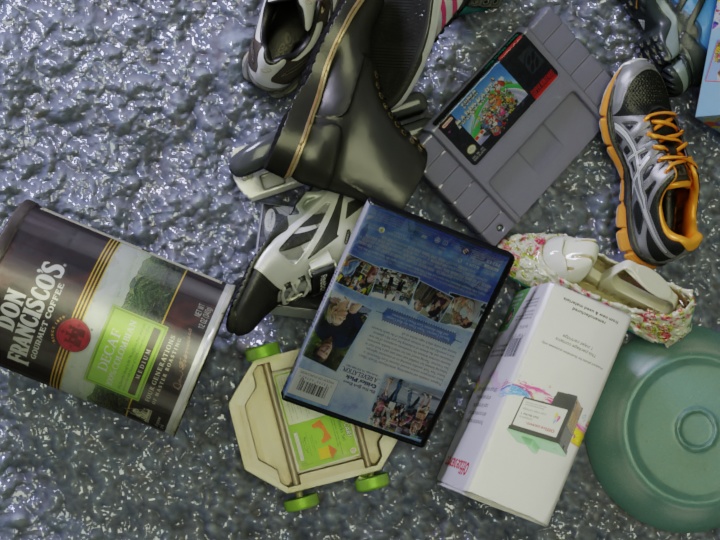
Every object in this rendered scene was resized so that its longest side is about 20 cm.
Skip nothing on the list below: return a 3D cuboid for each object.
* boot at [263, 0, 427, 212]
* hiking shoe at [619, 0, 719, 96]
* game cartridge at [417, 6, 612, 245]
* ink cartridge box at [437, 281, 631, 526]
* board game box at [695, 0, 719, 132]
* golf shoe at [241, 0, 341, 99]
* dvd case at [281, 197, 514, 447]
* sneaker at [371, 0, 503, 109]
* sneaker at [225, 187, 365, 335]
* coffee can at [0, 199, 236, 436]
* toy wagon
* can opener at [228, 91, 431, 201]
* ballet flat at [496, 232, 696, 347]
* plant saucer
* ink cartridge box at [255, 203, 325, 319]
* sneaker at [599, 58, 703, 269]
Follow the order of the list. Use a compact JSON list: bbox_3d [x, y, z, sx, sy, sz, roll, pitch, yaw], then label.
[{"bbox_3d":[0.014,-0.150,1.268,0.138,0.077,0.200,25,81,-8],"label":"boot"},{"bbox_3d":[0.300,-0.271,1.377,0.087,0.074,0.200,-18,98,-14],"label":"hiking shoe"},{"bbox_3d":[0.147,-0.137,1.348,0.200,0.038,0.130,-48,112,-7],"label":"game cartridge"},{"bbox_3d":[0.153,0.120,1.289,0.084,0.145,0.200,24,84,-4],"label":"ink cartridge box"},{"bbox_3d":[0.401,-0.222,1.336,0.103,0.105,0.200,22,77,-40],"label":"board game box"},{"bbox_3d":[-0.044,-0.257,1.323,0.078,0.094,0.200,22,83,-3],"label":"golf shoe"},{"bbox_3d":[0.032,0.050,1.263,0.143,0.018,0.200,21,105,-14],"label":"dvd case"},{"bbox_3d":[0.071,-0.242,1.330,0.084,0.121,0.200,28,106,35],"label":"sneaker"},{"bbox_3d":[-0.039,-0.011,1.269,0.088,0.074,0.200,36,73,5],"label":"sneaker"},{"bbox_3d":[-0.228,0.042,1.255,0.200,0.146,0.146,22,84,-4],"label":"coffee can"},{"bbox_3d":[-0.018,0.130,1.325,0.200,0.040,0.155,-14,88,-8],"label":"toy wagon"},{"bbox_3d":[-0.025,-0.118,1.327,0.200,0.067,0.053,-19,88,-7],"label":"can opener"},{"bbox_3d":[0.227,0.004,1.340,0.200,0.064,0.076,23,52,-3],"label":"ballet flat"},{"bbox_3d":[0.315,0.151,1.360,0.200,0.036,0.200,0,86,-5],"label":"plant saucer"},{"bbox_3d":[0.000,0.000,1.330,0.200,0.039,0.100,7,75,-6],"label":"ink cartridge box"},{"bbox_3d":[0.282,-0.102,1.343,0.078,0.077,0.200,-11,93,-29],"label":"sneaker"}]
